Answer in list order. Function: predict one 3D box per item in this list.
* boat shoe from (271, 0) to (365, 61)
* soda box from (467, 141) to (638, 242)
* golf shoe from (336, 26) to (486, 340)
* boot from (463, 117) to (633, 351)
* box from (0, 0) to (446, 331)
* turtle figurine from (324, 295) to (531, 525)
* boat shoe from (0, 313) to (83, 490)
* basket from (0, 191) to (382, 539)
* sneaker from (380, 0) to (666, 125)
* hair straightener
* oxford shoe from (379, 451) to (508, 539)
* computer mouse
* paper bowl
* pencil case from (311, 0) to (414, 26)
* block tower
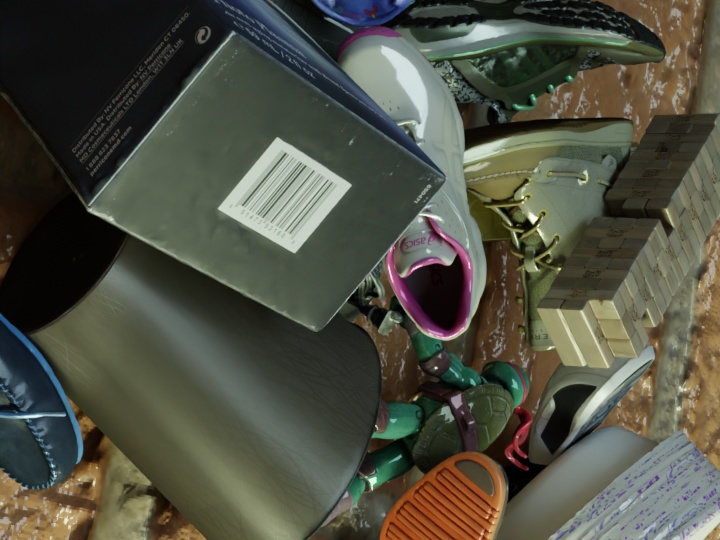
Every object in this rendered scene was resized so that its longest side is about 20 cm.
[{"bbox_3d":[-0.048,-0.113,1.259,0.074,0.065,0.203,24,68,-30],"label":"boat shoe"},{"bbox_3d":[0.117,-0.057,1.436,0.200,0.064,0.068,-5,94,-44],"label":"soda box"},{"bbox_3d":[0.034,-0.049,1.218,0.092,0.075,0.201,-89,160,-69],"label":"golf shoe"},{"bbox_3d":[0.115,-0.022,1.343,0.200,0.072,0.155,-10,100,-45],"label":"boot"},{"bbox_3d":[-0.092,-0.097,1.095,0.123,0.198,0.200,-50,140,8],"label":"box"},{"bbox_3d":[0.042,0.090,1.322,0.200,0.101,0.150,-24,123,-33],"label":"turtle figurine"},{"bbox_3d":[-0.232,0.048,1.080,0.200,0.084,0.069,51,39,-15],"label":"boat shoe"},{"bbox_3d":[-0.103,0.048,1.169,0.200,0.136,0.181,42,43,-32],"label":"basket"},{"bbox_3d":[0.110,-0.141,1.386,0.077,0.199,0.089,-94,-175,-63],"label":"sneaker"},{"bbox_3d":[0.000,0.000,1.229,0.077,0.200,0.041,40,75,8],"label":"hair straightener"},{"bbox_3d":[0.054,0.190,1.322,0.073,0.071,0.200,-22,146,-48],"label":"oxford shoe"},{"bbox_3d":[0.144,0.098,1.402,0.110,0.200,0.044,-33,73,-35],"label":"computer mouse"},{"bbox_3d":[0.160,0.188,1.406,0.200,0.201,0.104,-29,72,-42],"label":"paper bowl"},{"bbox_3d":[0.012,-0.236,1.268,0.087,0.078,0.200,21,39,-11],"label":"pencil case"},{"bbox_3d":[0.189,-0.022,1.337,0.200,0.054,0.058,-56,133,-35],"label":"block tower"}]
